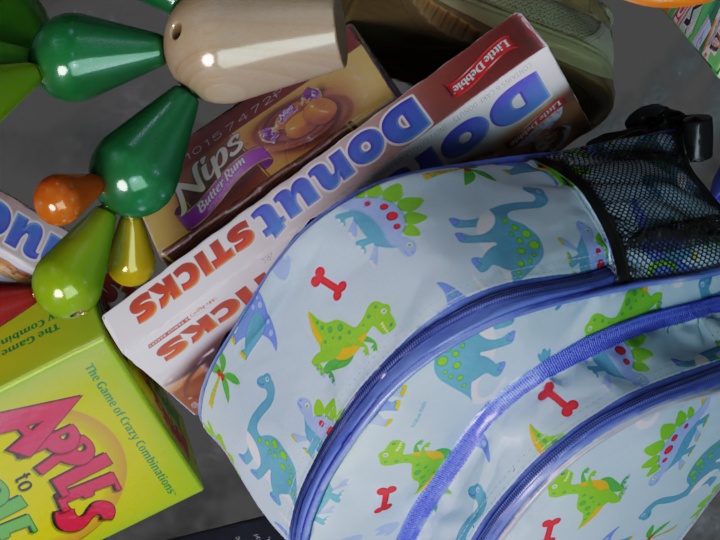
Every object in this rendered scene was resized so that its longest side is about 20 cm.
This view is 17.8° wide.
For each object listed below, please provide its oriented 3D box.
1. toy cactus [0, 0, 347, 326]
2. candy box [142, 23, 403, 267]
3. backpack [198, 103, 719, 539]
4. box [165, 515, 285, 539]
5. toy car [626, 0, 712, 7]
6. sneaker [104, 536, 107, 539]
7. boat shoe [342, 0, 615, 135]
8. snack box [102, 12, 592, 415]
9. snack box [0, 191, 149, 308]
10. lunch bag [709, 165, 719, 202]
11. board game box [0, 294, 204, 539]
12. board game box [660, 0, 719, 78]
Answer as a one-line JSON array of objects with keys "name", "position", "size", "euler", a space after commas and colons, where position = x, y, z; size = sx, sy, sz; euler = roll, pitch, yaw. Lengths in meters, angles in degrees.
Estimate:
[{"name": "toy cactus", "position": [-0.086, -0.075, 0.882], "size": [0.164, 0.201, 0.102], "euler": [-6, 151, 8]}, {"name": "candy box", "position": [0.000, 0.000, 0.992], "size": [0.116, 0.057, 0.200], "euler": [-34, 135, 5]}, {"name": "backpack", "position": [0.054, 0.045, 0.885], "size": [0.199, 0.147, 0.183], "euler": [-6, 139, -38]}, {"name": "box", "position": [-0.026, 0.190, 1.064], "size": [0.199, 0.105, 0.148], "euler": [-12, 144, -10]}, {"name": "toy car", "position": [0.095, -0.180, 0.868], "size": [0.175, 0.201, 0.150], "euler": [-32, 140, 8]}, {"name": "sneaker", "position": [-0.178, 0.070, 1.004], "size": [0.111, 0.073, 0.200], "euler": [-29, 131, -2]}, {"name": "boat shoe", "position": [0.021, -0.121, 0.958], "size": [0.200, 0.063, 0.073], "euler": [22, 144, -20]}, {"name": "snack box", "position": [-0.004, -0.020, 0.903], "size": [0.200, 0.024, 0.072], "euler": [-36, 149, 3]}, {"name": "snack box", "position": [-0.150, -0.010, 0.955], "size": [0.200, 0.072, 0.024], "euler": [33, 71, -29]}, {"name": "lunch bag", "position": [0.264, -0.053, 1.052], "size": [0.199, 0.094, 0.151], "euler": [25, 113, -17]}, {"name": "board game box", "position": [-0.176, 0.088, 0.933], "size": [0.199, 0.048, 0.102], "euler": [-26, 132, 2]}, {"name": "board game box", "position": [0.176, -0.186, 0.913], "size": [0.029, 0.135, 0.201], "euler": [17, 114, -24]}]
